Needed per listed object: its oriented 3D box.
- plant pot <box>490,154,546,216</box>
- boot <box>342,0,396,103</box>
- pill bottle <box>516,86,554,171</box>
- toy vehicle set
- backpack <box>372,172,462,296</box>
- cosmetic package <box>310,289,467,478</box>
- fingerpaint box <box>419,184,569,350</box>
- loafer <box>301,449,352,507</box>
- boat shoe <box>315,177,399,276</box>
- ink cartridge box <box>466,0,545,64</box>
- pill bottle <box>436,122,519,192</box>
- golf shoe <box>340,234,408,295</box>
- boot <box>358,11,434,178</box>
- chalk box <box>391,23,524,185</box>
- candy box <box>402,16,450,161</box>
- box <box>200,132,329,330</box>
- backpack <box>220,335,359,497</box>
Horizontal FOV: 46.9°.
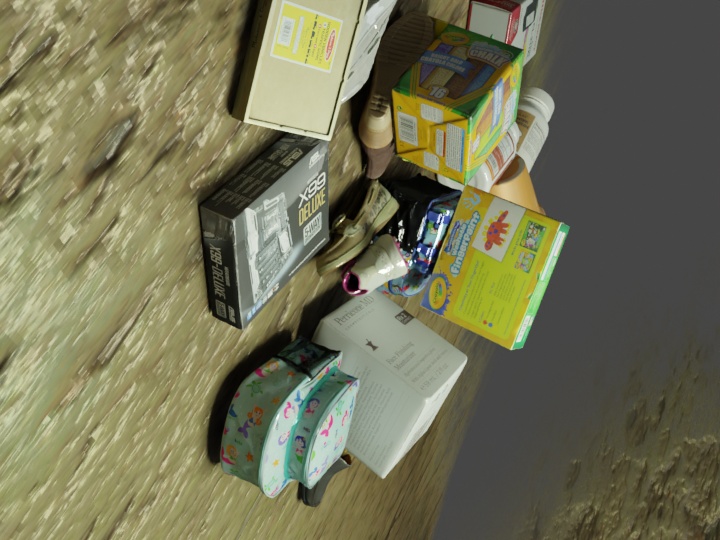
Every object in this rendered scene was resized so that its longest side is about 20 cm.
[{"bbox_3d":[0.285,-0.136,1.713,0.201,0.196,0.186,-51,141,-38],"label":"plant pot"},{"bbox_3d":[-0.002,-0.295,1.012,0.202,0.073,0.096,-55,162,-14],"label":"boot"},{"bbox_3d":[0.344,-0.295,1.799,0.202,0.112,0.115,-60,157,-23],"label":"pill bottle"},{"bbox_3d":[-0.059,-0.250,0.888,0.122,0.026,0.205,5,106,-43],"label":"toy vehicle set"},{"bbox_3d":[0.089,-0.043,1.375,0.182,0.132,0.204,-20,130,-62],"label":"backpack"},{"bbox_3d":[0.025,0.165,1.271,0.164,0.198,0.167,-31,152,-57],"label":"cosmetic package"},{"bbox_3d":[0.206,-0.006,1.278,0.073,0.164,0.204,5,107,-64],"label":"fingerpaint box"},{"bbox_3d":[-0.049,0.328,1.456,0.072,0.071,0.205,-10,119,-67],"label":"loafer"},{"bbox_3d":[-0.015,-0.063,1.203,0.073,0.063,0.200,-27,-164,41],"label":"boat shoe"},{"bbox_3d":[0.263,-0.438,1.506,0.200,0.081,0.148,-47,149,-44],"label":"ink cartridge box"},{"bbox_3d":[0.232,-0.223,1.590,0.200,0.110,0.114,-49,152,-44],"label":"pill bottle"},{"bbox_3d":[0.000,0.000,1.227,0.090,0.076,0.200,-31,180,-18],"label":"golf shoe"},{"bbox_3d":[0.046,-0.251,1.198,0.167,0.071,0.204,92,21,-71],"label":"boot"},{"bbox_3d":[0.145,-0.241,1.139,0.201,0.122,0.126,-51,153,-28],"label":"chalk box"},{"bbox_3d":[0.089,-0.273,1.240,0.103,0.026,0.205,-111,-147,-68],"label":"candy box"},{"bbox_3d":[-0.106,-0.055,0.985,0.200,0.049,0.161,-48,151,-43],"label":"box"},{"bbox_3d":[-0.099,0.206,1.131,0.199,0.148,0.181,-26,135,-54],"label":"backpack"}]
